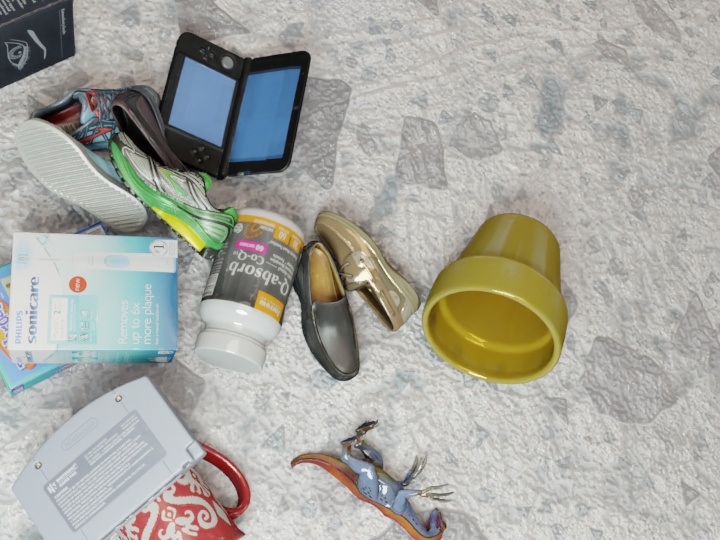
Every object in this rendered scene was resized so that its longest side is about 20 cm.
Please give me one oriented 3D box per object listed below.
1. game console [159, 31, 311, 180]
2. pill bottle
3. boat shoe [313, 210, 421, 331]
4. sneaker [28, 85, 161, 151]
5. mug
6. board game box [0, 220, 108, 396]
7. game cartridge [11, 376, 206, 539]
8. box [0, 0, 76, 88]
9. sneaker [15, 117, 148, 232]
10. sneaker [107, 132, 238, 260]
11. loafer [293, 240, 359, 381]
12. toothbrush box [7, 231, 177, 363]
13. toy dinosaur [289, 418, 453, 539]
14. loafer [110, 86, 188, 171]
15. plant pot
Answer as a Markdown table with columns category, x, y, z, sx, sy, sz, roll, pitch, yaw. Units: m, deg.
| category | x | y | z | sx | sy | sz | roll | pitch | yaw |
| --- | --- | --- | --- | --- | --- | --- | --- | --- | --- |
| game console | -0.183 | -0.244 | 1.261 | 0.169 | 0.118 | 0.202 | 21 | 66 | -29 |
| pill bottle | -0.151 | 0.027 | 1.189 | 0.115 | 0.116 | 0.202 | 18 | 68 | -11 |
| boat shoe | 0.000 | 0.000 | 1.270 | 0.200 | 0.071 | 0.065 | 45 | 65 | -1 |
| sneaker | -0.362 | -0.209 | 1.212 | 0.199 | 0.096 | 0.080 | -27 | 82 | -23 |
| mug | -0.244 | 0.278 | 1.096 | 0.133 | 0.177 | 0.201 | -39 | 81 | 13 |
| board game box | -0.393 | 0.047 | 1.147 | 0.199 | 0.045 | 0.153 | -27 | 83 | -24 |
| game cartridge | -0.291 | 0.222 | 1.012 | 0.199 | 0.040 | 0.134 | -39 | 80 | -5 |
| box | -0.493 | -0.327 | 1.183 | 0.199 | 0.148 | 0.105 | -33 | 84 | -25 |
| sneaker | -0.370 | -0.130 | 1.181 | 0.074 | 0.082 | 0.200 | -42 | 114 | 8 |
| sneaker | -0.244 | -0.109 | 1.150 | 0.200 | 0.078 | 0.085 | 43 | 86 | -13 |
| loafer | -0.047 | 0.056 | 1.236 | 0.072 | 0.072 | 0.202 | -19 | 80 | -23 |
| toothbrush box | -0.329 | 0.036 | 1.100 | 0.197 | 0.085 | 0.148 | 2 | 72 | -16 |
| toy dinosaur | 0.035 | 0.299 | 1.203 | 0.198 | 0.105 | 0.183 | -21 | 93 | 15 |
| loafer | -0.284 | -0.145 | 1.198 | 0.202 | 0.071 | 0.063 | 69 | 24 | -15 |
| plant pot | 0.207 | 0.028 | 1.270 | 0.199 | 0.201 | 0.190 | 31 | 51 | -5 |
